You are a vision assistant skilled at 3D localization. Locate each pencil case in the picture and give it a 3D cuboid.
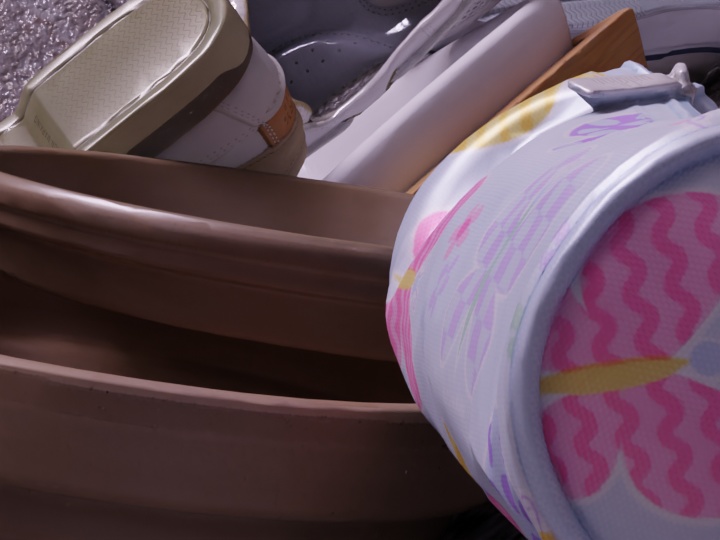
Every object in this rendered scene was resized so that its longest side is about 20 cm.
[{"bbox_3d":[0.056,0.009,0.511,0.091,0.083,0.200,-55,6,3],"label":"pencil case"}]

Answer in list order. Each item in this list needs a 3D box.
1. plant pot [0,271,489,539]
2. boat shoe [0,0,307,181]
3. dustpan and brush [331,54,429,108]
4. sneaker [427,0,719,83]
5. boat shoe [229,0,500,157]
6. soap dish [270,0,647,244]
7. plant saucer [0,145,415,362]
[{"bbox_3d":[-0.067,0.054,0.663,0.201,0.199,0.093,-119,39,-84],"label":"plant pot"},{"bbox_3d":[-0.104,0.000,0.830,0.199,0.068,0.075,-34,38,6],"label":"boat shoe"},{"bbox_3d":[0.017,-0.049,1.088,0.199,0.141,0.057,-1,14,-32],"label":"dustpan and brush"},{"bbox_3d":[0.072,-0.087,1.006,0.199,0.073,0.071,-1,-38,-38],"label":"sneaker"},{"bbox_3d":[-0.037,-0.064,0.888,0.200,0.071,0.069,-36,5,5],"label":"boat shoe"},{"bbox_3d":[0.000,0.000,0.920,0.157,0.081,0.200,-42,7,-31],"label":"soap dish"},{"bbox_3d":[-0.008,-0.003,0.712,0.200,0.199,0.030,-102,21,-83],"label":"plant saucer"}]
